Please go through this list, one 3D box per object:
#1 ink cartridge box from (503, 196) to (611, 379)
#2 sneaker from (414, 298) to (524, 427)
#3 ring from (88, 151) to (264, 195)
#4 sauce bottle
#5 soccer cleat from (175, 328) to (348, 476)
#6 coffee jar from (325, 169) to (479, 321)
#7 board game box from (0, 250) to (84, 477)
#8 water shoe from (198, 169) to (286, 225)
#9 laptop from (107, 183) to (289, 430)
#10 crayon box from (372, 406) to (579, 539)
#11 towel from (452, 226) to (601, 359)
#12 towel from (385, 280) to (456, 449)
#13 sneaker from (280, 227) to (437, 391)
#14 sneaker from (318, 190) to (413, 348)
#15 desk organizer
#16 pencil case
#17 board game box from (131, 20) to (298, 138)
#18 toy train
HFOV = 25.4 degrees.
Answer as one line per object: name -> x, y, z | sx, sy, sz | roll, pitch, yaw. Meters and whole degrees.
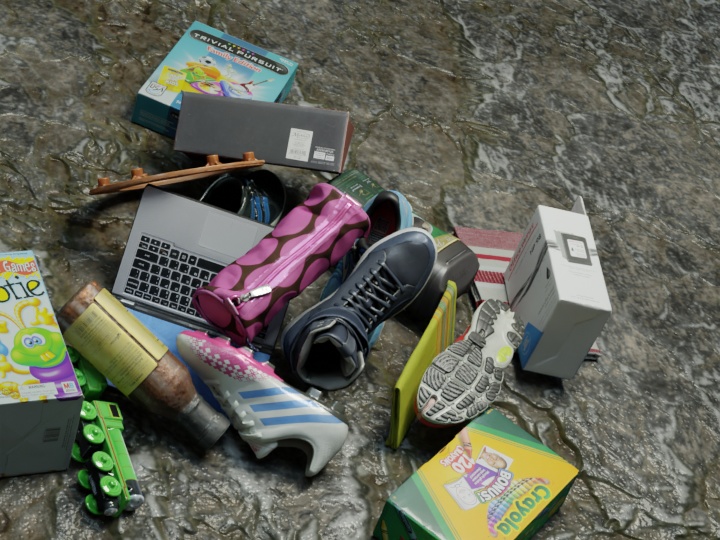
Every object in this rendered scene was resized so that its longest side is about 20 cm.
ink cartridge box -> 0.220, 0.011, 1.831 | 0.066, 0.116, 0.201 | 11, 40, -15
sneaker -> 0.114, 0.115, 1.717 | 0.077, 0.085, 0.200 | 39, 44, 6
ring -> -0.206, -0.109, 1.780 | 0.199, 0.019, 0.200 | -9, 2, 0
sauce bottle -> -0.214, 0.098, 1.570 | 0.200, 0.066, 0.066 | 46, 40, -4
soccer cleat -> -0.108, 0.133, 1.593 | 0.199, 0.070, 0.087 | 29, 76, 2
coffee jar -> 0.036, -0.028, 1.848 | 0.199, 0.086, 0.104 | 36, 39, 19
board game box -> -0.346, 0.087, 1.526 | 0.102, 0.105, 0.201 | -4, 44, -27
water shoe -> -0.137, -0.076, 1.832 | 0.071, 0.079, 0.200 | 28, 39, 10
laptop -> -0.172, 0.036, 1.662 | 0.186, 0.201, 0.116 | 19, 4, -3
crayon box -> 0.118, 0.233, 1.600 | 0.118, 0.059, 0.200 | 35, 40, 18
towel -> 0.196, 0.027, 1.909 | 0.143, 0.023, 0.201 | 5, 43, -22
towel -> 0.066, 0.098, 1.714 | 0.018, 0.087, 0.200 | 12, 36, 16
sneaker -> 0.006, 0.043, 1.637 | 0.077, 0.202, 0.146 | 47, 4, -11
sneaker -> 0.000, 0.000, 1.741 | 0.078, 0.090, 0.202 | 16, 80, 6
desk organizer -> -0.110, -0.157, 1.873 | 0.198, 0.072, 0.077 | 8, -5, 8
pencil case -> -0.076, -0.009, 1.642 | 0.091, 0.094, 0.200 | 42, 66, 7
board game box -> -0.181, -0.227, 2.017 | 0.150, 0.047, 0.200 | 23, 39, 2
toy train -> -0.255, 0.153, 1.538 | 0.056, 0.042, 0.201 | 12, 40, -41
